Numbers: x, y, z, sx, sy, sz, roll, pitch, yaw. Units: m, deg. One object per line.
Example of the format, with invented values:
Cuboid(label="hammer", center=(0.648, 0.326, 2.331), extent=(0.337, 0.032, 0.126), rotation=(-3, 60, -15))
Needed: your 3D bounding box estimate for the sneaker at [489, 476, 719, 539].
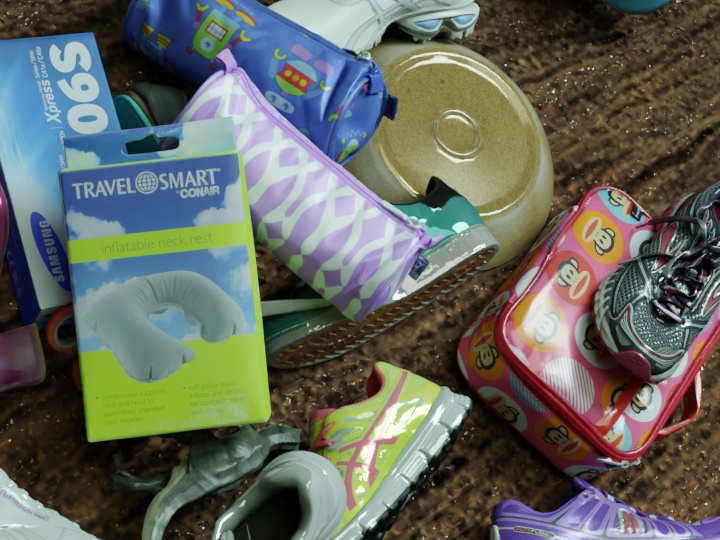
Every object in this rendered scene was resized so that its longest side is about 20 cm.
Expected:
Cuboid(label="sneaker", center=(0.185, 0.186, 1.587), extent=(0.199, 0.081, 0.084), rotation=(2, 60, -25))

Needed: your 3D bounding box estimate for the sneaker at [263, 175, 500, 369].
Cuboid(label="sneaker", center=(0.000, 0.000, 1.586), extent=(0.199, 0.071, 0.080), rotation=(-27, 71, -25))

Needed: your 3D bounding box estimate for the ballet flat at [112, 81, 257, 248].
Cuboid(label="ballet flat", center=(-0.109, -0.048, 1.560), extent=(0.068, 0.068, 0.201), rotation=(-13, 73, -39))

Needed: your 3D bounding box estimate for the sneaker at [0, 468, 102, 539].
Cuboid(label="sneaker", center=(-0.217, 0.164, 1.400), extent=(0.199, 0.075, 0.100), rotation=(11, 64, -21))

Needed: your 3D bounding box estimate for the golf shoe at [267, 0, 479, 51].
Cuboid(label="golf shoe", center=(0.004, -0.215, 1.662), extent=(0.199, 0.098, 0.078), rotation=(-19, 46, -32))

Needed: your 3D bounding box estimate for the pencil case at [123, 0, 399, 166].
Cuboid(label="pencil case", center=(-0.072, -0.150, 1.575), extent=(0.200, 0.087, 0.078), rotation=(32, 11, 17))

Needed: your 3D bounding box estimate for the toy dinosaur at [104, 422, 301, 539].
Cuboid(label="toy dinosaur", center=(-0.115, 0.130, 1.467), extent=(0.088, 0.048, 0.200), rotation=(21, 32, 24))

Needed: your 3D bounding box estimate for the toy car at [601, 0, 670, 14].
Cuboid(label="toy car", center=(0.224, -0.296, 1.801), extent=(0.150, 0.174, 0.201), rotation=(46, 46, -46))

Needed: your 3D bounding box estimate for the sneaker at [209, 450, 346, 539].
Cuboid(label="sneaker", center=(-0.084, 0.201, 1.404), extent=(0.078, 0.099, 0.201), rotation=(26, 86, 12))

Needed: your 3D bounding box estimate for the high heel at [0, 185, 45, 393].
Cuboid(label="high heel", center=(-0.279, -0.005, 1.456), extent=(0.096, 0.067, 0.201), rotation=(-13, 86, -41))

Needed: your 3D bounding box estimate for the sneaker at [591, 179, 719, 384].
Cuboid(label="sneaker", center=(0.233, -0.002, 1.605), extent=(0.081, 0.075, 0.200), rotation=(40, 52, -8))

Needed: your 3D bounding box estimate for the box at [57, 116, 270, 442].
Cuboid(label="box", center=(-0.128, 0.005, 1.445), extent=(0.121, 0.048, 0.201), rotation=(-7, 91, -2))

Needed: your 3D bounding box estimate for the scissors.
Cuboid(label="scissors", center=(-0.112, 0.027, 1.494), extent=(0.199, 0.014, 0.073), rotation=(-20, 116, -8))

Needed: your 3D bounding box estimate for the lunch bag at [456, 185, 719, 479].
Cuboid(label="lunch bag", center=(0.183, 0.055, 1.647), extent=(0.176, 0.082, 0.200), rotation=(44, 54, -7))

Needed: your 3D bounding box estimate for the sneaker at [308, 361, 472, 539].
Cuboid(label="sneaker", center=(-0.009, 0.141, 1.522), extent=(0.090, 0.078, 0.200), rotation=(36, 53, 8))

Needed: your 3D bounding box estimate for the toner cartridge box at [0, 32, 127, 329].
Cuboid(label="toner cartridge box", center=(-0.207, -0.064, 1.531), extent=(0.095, 0.043, 0.201), rotation=(-10, 72, -27))

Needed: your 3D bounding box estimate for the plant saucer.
Cuboid(label="plant saucer", center=(0.067, -0.098, 1.685), extent=(0.199, 0.035, 0.201), rotation=(11, 62, -22))

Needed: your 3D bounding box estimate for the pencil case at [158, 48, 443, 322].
Cuboid(label="pencil case", center=(-0.042, -0.052, 1.502), extent=(0.200, 0.086, 0.084), rotation=(39, 30, 1))
